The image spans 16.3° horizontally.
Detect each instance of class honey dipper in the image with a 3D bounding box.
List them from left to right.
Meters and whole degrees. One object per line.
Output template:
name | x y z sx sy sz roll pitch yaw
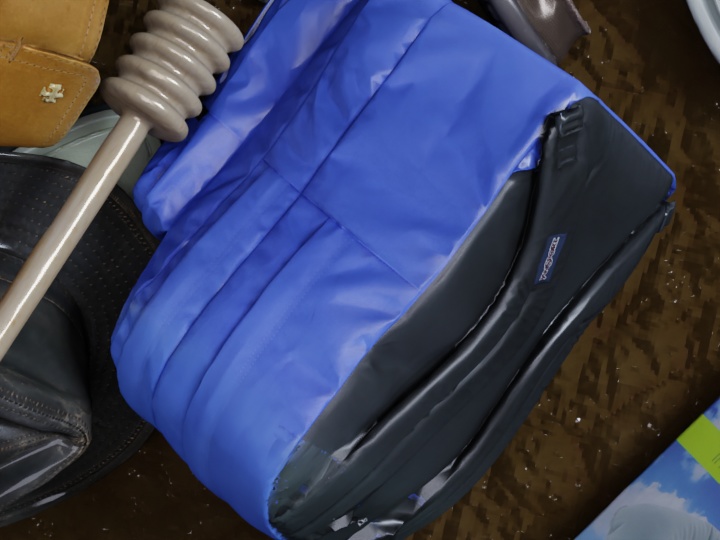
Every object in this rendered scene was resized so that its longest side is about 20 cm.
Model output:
honey dipper | -0.107 -0.011 0.912 0.038 0.038 0.200 30 78 1

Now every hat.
hat | -0.156 0.047 0.955 0.200 0.081 0.201 -9 121 -15

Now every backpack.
backpack | 0.000 0.000 0.962 0.168 0.162 0.200 35 93 30

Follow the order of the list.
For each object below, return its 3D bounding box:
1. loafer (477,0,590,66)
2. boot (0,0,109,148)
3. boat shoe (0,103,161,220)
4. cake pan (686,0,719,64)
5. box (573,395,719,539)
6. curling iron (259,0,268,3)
loafer | 0.059 -0.178 0.994 0.071 0.073 0.200 -17 90 4
boot | -0.174 -0.056 0.890 0.144 0.071 0.201 14 119 -36
boat shoe | -0.168 -0.008 1.013 0.199 0.074 0.066 -44 44 10
cake pan | 0.223 -0.140 1.006 0.200 0.037 0.201 0 91 2
box | 0.152 0.118 0.976 0.200 0.122 0.048 -45 132 3
curling iron | -0.004 -0.189 0.979 0.026 0.050 0.200 -2 129 -31
